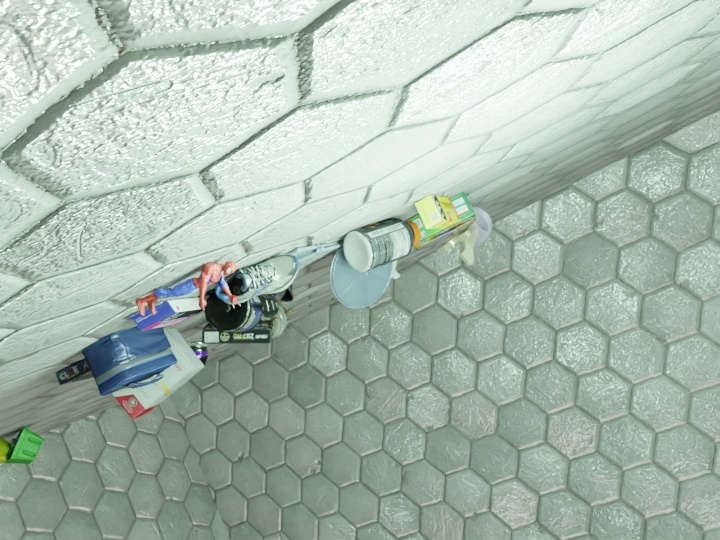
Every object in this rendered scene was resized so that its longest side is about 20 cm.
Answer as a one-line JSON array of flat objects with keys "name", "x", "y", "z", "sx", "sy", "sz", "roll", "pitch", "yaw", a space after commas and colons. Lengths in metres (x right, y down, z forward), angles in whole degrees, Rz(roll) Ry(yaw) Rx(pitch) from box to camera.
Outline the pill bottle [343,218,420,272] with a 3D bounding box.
[{"name": "pill bottle", "x": 0.062, "y": -0.070, "z": 1.626, "sx": 0.200, "sy": 0.107, "sz": 0.106, "roll": -20, "pitch": 173, "yaw": -40}]

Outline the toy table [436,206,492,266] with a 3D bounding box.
[{"name": "toy table", "x": 0.332, "y": -0.117, "z": 2.115, "sx": 0.117, "sy": 0.184, "sz": 0.200, "roll": -40, "pitch": 170, "yaw": -27}]

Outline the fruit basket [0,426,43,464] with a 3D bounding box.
[{"name": "fruit basket", "x": -1.416, "y": 0.713, "z": 2.621, "sx": 0.215, "sy": 0.156, "sz": 0.216, "roll": 10, "pitch": 150, "yaw": 6}]

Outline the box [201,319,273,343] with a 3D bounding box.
[{"name": "box", "x": -0.365, "y": 0.182, "z": 1.945, "sx": 0.199, "sy": 0.049, "sz": 0.161, "roll": -1, "pitch": -173, "yaw": -6}]

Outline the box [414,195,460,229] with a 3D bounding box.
[{"name": "box", "x": 0.201, "y": -0.149, "z": 1.665, "sx": 0.050, "sy": 0.076, "sz": 0.200, "roll": -27, "pitch": 173, "yaw": 21}]

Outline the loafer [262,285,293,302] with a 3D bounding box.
[{"name": "loafer", "x": -0.201, "y": 0.048, "z": 1.608, "sx": 0.072, "sy": 0.063, "sz": 0.200, "roll": -24, "pitch": 176, "yaw": 6}]

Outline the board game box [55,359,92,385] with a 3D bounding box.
[{"name": "board game box", "x": -0.695, "y": 0.252, "z": 1.728, "sx": 0.135, "sy": 0.035, "sz": 0.200, "roll": -25, "pitch": 175, "yaw": 4}]

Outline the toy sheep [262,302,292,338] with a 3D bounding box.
[{"name": "toy sheep", "x": -0.308, "y": 0.166, "z": 2.155, "sx": 0.138, "sy": 0.138, "sz": 0.200, "roll": -28, "pitch": 178, "yaw": 30}]

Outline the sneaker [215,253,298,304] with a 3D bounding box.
[{"name": "sneaker", "x": -0.228, "y": 0.023, "z": 1.413, "sx": 0.199, "sy": 0.077, "sz": 0.085, "roll": -26, "pitch": 170, "yaw": 11}]

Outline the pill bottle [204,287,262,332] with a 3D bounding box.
[{"name": "pill bottle", "x": -0.299, "y": 0.094, "z": 1.569, "sx": 0.111, "sy": 0.112, "sz": 0.200, "roll": -25, "pitch": 174, "yaw": 0}]

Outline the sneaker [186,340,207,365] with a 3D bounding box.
[{"name": "sneaker", "x": -0.546, "y": 0.258, "z": 1.895, "sx": 0.199, "sy": 0.100, "sz": 0.070, "roll": -2, "pitch": 175, "yaw": -11}]

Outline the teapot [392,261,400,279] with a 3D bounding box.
[{"name": "teapot", "x": 0.028, "y": -0.012, "z": 1.835, "sx": 0.199, "sy": 0.147, "sz": 0.197, "roll": -22, "pitch": 174, "yaw": -15}]

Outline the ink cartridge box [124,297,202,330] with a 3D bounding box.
[{"name": "ink cartridge box", "x": -0.425, "y": 0.095, "z": 1.435, "sx": 0.094, "sy": 0.037, "sz": 0.200, "roll": -26, "pitch": 173, "yaw": 12}]

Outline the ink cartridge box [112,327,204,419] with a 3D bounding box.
[{"name": "ink cartridge box", "x": -0.546, "y": 0.266, "z": 1.717, "sx": 0.200, "sy": 0.145, "sz": 0.145, "roll": -39, "pitch": 175, "yaw": 0}]

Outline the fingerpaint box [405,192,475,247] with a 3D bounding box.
[{"name": "fingerpaint box", "x": 0.229, "y": -0.140, "z": 1.871, "sx": 0.199, "sy": 0.074, "sz": 0.167, "roll": -25, "pitch": 175, "yaw": 9}]

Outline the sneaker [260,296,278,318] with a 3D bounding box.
[{"name": "sneaker", "x": -0.333, "y": 0.119, "z": 1.934, "sx": 0.200, "sy": 0.074, "sz": 0.079, "roll": -12, "pitch": 177, "yaw": -40}]

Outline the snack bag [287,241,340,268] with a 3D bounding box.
[{"name": "snack bag", "x": -0.165, "y": -0.018, "z": 1.569, "sx": 0.188, "sy": 0.021, "sz": 0.200, "roll": -27, "pitch": 174, "yaw": 25}]

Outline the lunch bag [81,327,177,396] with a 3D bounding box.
[{"name": "lunch bag", "x": -0.541, "y": 0.216, "z": 1.551, "sx": 0.136, "sy": 0.133, "sz": 0.200, "roll": -28, "pitch": 173, "yaw": 30}]

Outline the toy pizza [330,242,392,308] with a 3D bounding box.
[{"name": "toy pizza", "x": 0.000, "y": 0.000, "z": 1.698, "sx": 0.200, "sy": 0.201, "sz": 0.032, "roll": -22, "pitch": -157, "yaw": -30}]

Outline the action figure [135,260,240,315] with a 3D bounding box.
[{"name": "action figure", "x": -0.312, "y": 0.053, "z": 1.220, "sx": 0.199, "sy": 0.099, "sz": 0.065, "roll": -28, "pitch": 175, "yaw": 10}]
